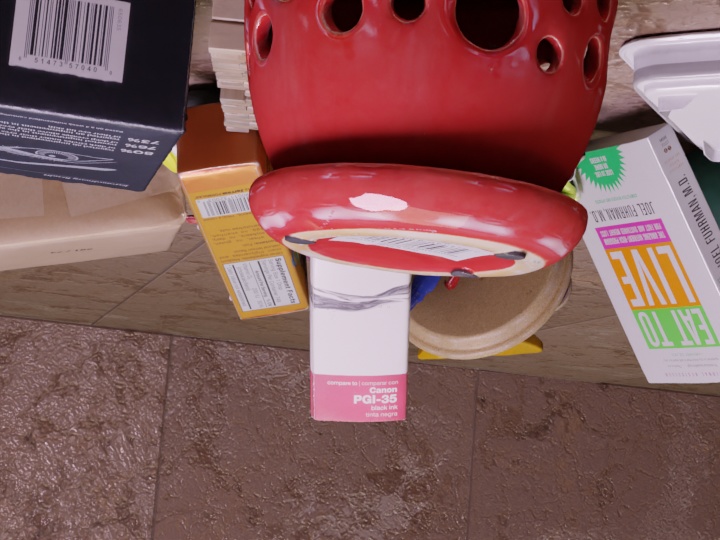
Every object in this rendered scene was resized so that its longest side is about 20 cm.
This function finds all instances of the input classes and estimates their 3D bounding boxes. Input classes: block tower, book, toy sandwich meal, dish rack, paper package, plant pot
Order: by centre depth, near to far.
[{"bbox_3d":[0.032,-0.096,0.750,0.197,0.185,0.200,6,173,1],"label":"plant pot"},{"bbox_3d":[-0.065,-0.139,0.938,0.057,0.055,0.200,6,172,-3],"label":"block tower"},{"bbox_3d":[0.277,-0.112,0.966,0.170,0.044,0.199,0,171,28],"label":"dish rack"},{"bbox_3d":[0.234,-0.011,1.102,0.048,0.202,0.133,-31,-171,-22],"label":"book"},{"bbox_3d":[-0.258,-0.063,1.237,0.197,0.105,0.191,-8,175,-12],"label":"paper package"},{"bbox_3d":[0.110,0.010,1.357,0.203,0.207,0.070,0,150,25],"label":"toy sandwich meal"}]

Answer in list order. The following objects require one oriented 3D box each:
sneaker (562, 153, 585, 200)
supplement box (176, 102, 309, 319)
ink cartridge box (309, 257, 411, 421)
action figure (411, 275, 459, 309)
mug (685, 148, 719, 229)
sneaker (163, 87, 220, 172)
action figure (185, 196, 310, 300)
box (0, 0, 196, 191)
[{"bbox_3d":[0.129,-0.053,1.129,0.076,0.076,0.200,31,162,15],"label":"sneaker"},{"bbox_3d":[-0.089,-0.043,1.118,0.068,0.067,0.201,-7,146,4],"label":"supplement box"},{"bbox_3d":[0.000,0.000,1.173,0.081,0.203,0.147,1,-152,0],"label":"ink cartridge box"},{"bbox_3d":[0.063,-0.013,1.308,0.065,0.201,0.052,41,-176,34],"label":"action figure"},{"bbox_3d":[0.305,-0.012,1.162,0.114,0.185,0.153,-35,160,-21],"label":"mug"},{"bbox_3d":[-0.086,-0.082,1.168,0.084,0.075,0.199,-9,152,35],"label":"sneaker"},{"bbox_3d":[-0.064,-0.043,1.297,0.197,0.136,0.149,3,171,-11],"label":"action figure"},{"bbox_3d":[-0.192,-0.126,0.918,0.146,0.106,0.200,7,172,-16],"label":"box"}]
